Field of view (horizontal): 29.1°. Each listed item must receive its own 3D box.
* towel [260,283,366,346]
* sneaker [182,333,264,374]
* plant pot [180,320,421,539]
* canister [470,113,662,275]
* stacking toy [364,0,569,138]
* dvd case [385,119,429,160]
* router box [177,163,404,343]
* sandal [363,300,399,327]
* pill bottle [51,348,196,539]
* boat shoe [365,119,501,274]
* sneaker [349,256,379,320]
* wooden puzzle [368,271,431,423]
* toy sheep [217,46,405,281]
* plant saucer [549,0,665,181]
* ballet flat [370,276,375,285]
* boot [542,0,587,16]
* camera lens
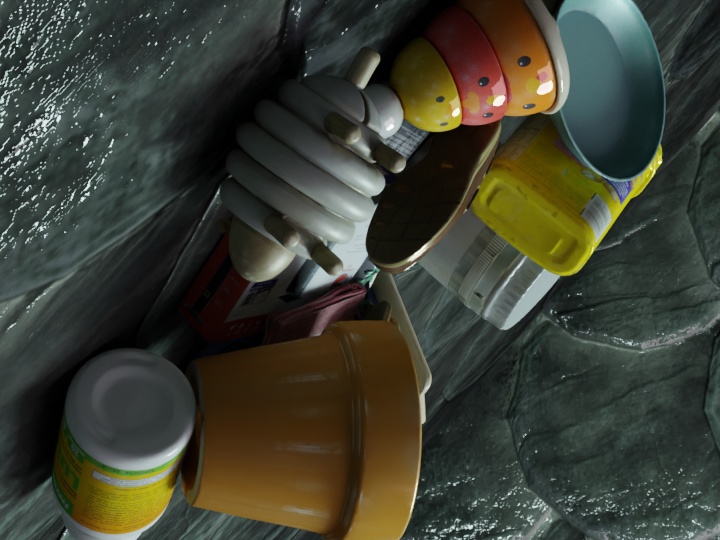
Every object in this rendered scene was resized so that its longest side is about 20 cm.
[{"bbox_3d":[-0.074,0.108,1.375,0.143,0.023,0.202,-20,141,-52],"label":"towel"},{"bbox_3d":[-0.153,0.131,1.391,0.200,0.078,0.076,-41,165,-31],"label":"sneaker"},{"bbox_3d":[-0.062,0.145,1.231,0.180,0.202,0.201,2,145,-17],"label":"plant pot"},{"bbox_3d":[0.211,-0.099,1.431,0.200,0.148,0.087,-46,171,-46],"label":"canister"},{"bbox_3d":[0.077,-0.171,1.259,0.198,0.147,0.146,-29,163,-10],"label":"stacking toy"},{"bbox_3d":[0.007,-0.102,1.393,0.201,0.016,0.149,-50,167,9],"label":"dvd case"},{"bbox_3d":[-0.056,-0.025,1.294,0.180,0.049,0.199,-55,159,22],"label":"router box"},{"bbox_3d":[0.022,0.078,1.453,0.078,0.069,0.212,-50,-170,0],"label":"sandal"},{"bbox_3d":[-0.213,0.167,1.223,0.111,0.111,0.201,-38,163,-36],"label":"pill bottle"},{"bbox_3d":[0.075,-0.069,1.306,0.201,0.071,0.068,-55,152,-25],"label":"boat shoe"},{"bbox_3d":[0.000,0.000,1.427,0.200,0.088,0.074,-43,167,21],"label":"sneaker"},{"bbox_3d":[0.031,0.087,1.686,0.046,0.187,0.200,-19,163,-8],"label":"wooden puzzle"},{"bbox_3d":[-0.038,-0.080,1.072,0.201,0.137,0.138,-55,166,3],"label":"toy sheep"},{"bbox_3d":[0.236,-0.187,1.380,0.036,0.202,0.199,-6,-158,43],"label":"plant saucer"},{"bbox_3d":[-0.033,0.022,1.507,0.201,0.069,0.069,-51,166,10],"label":"ballet flat"},{"bbox_3d":[0.225,-0.296,1.444,0.156,0.073,0.200,-48,158,-3],"label":"boot"},{"bbox_3d":[0.131,-0.055,1.527,0.160,0.200,0.160,-45,166,-14],"label":"camera lens"}]
